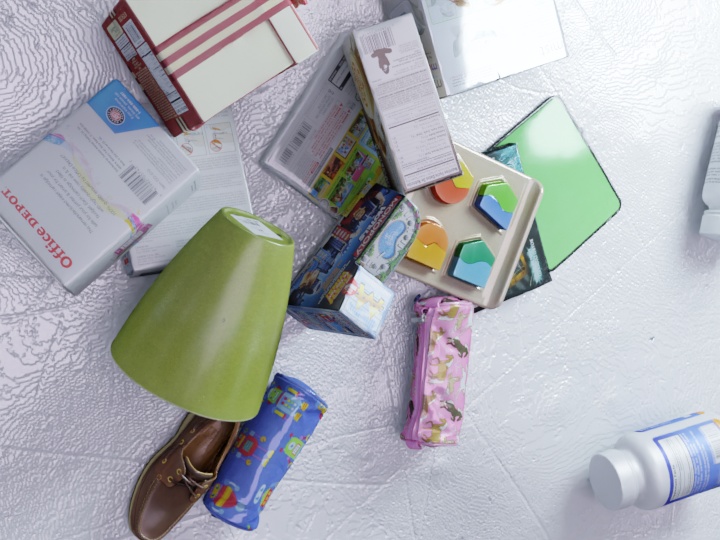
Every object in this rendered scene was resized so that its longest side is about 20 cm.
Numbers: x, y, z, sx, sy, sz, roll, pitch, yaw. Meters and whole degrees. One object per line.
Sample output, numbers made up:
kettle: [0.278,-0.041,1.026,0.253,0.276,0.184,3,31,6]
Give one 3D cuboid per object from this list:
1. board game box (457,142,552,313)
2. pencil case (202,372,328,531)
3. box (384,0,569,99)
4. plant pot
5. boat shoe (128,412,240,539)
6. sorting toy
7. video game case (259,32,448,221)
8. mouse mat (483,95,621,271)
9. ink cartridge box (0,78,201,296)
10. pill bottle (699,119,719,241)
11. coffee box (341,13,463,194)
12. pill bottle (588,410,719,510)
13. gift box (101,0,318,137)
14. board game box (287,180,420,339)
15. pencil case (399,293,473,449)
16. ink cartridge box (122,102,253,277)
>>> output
board game box: [0.173,-0.056,1.596,0.135,0.028,0.201,-20,103,-17]
pencil case: [-0.117,0.229,1.474,0.087,0.078,0.201,39,78,-47]
box: [0.146,-0.326,1.514,0.199,0.097,0.177,-22,102,-25]
plant pot: [-0.159,0.037,1.351,0.186,0.187,0.201,21,104,-23]
boat shoe: [-0.212,0.242,1.440,0.072,0.067,0.201,37,81,-22]
sorting toy: [0.129,-0.064,1.544,0.199,0.036,0.186,22,89,-20]
video game case: [-0.005,-0.168,1.516,0.182,0.023,0.201,35,80,-22]
mouse mat: [0.265,-0.119,1.646,0.161,0.008,0.200,-40,110,-15]
ink cartridge box: [-0.300,-0.090,1.336,0.200,0.085,0.145,-42,89,-11]
pill bottle: [0.559,-0.140,1.712,0.113,0.113,0.201,15,89,-24]
coffee box: [0.049,-0.197,1.443,0.079,0.114,0.201,-19,95,-5]
pill bottle: [0.431,0.277,1.697,0.199,0.112,0.113,-13,100,-21]
gift box: [-0.170,-0.284,1.343,0.186,0.184,0.201,-35,106,-18]
board game box: [0.000,0.000,1.421,0.062,0.200,0.200,37,90,-21]
pencil case: [0.100,0.134,1.557,0.086,0.083,0.201,4,94,-9]
ink cartridge box: [-0.219,-0.102,1.430,0.161,0.050,0.201,-9,81,-22]
